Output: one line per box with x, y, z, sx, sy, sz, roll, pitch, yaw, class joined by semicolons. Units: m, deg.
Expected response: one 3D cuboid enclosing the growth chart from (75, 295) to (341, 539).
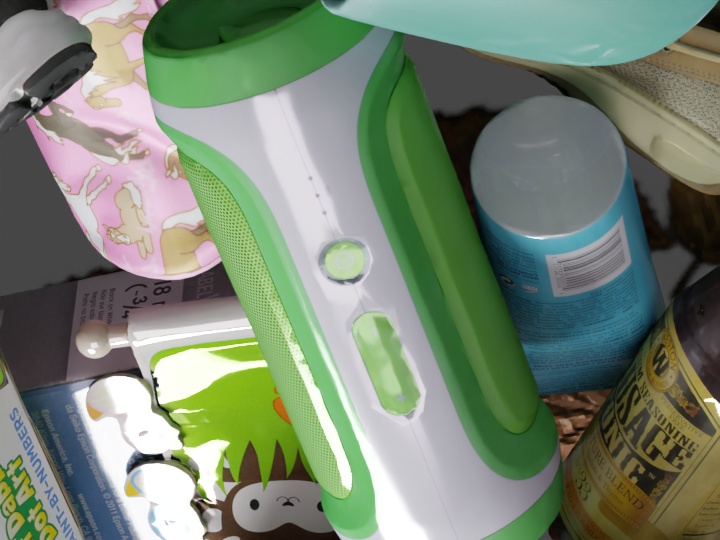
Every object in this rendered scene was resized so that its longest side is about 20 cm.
-0.012;0.081;1.028;0.144;0.018;0.201;-14;126;13;growth chart

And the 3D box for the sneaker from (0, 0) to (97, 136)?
-0.158;-0.061;0.915;0.200;0.074;0.080;-27;100;50;sneaker

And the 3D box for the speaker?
0.000;0.000;0.907;0.088;0.089;0.201;-15;116;15;speaker

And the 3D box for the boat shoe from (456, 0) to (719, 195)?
0.067;-0.098;0.927;0.200;0.073;0.063;33;116;-24;boat shoe

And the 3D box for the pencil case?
-0.087;-0.094;0.929;0.086;0.083;0.201;-18;125;9;pencil case

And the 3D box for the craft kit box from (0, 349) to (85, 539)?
-0.197;0.067;1.039;0.199;0.049;0.198;8;131;33;craft kit box

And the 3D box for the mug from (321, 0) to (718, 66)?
0.065;-0.150;0.803;0.114;0.152;0.186;12;110;-12;mug

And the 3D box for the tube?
0.074;0.006;0.991;0.077;0.051;0.200;0;156;9;tube

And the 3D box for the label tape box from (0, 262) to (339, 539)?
-0.041;0.067;1.068;0.199;0.064;0.145;-11;128;10;label tape box

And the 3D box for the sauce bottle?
0.128;0.036;0.987;0.066;0.066;0.201;17;133;-10;sauce bottle
